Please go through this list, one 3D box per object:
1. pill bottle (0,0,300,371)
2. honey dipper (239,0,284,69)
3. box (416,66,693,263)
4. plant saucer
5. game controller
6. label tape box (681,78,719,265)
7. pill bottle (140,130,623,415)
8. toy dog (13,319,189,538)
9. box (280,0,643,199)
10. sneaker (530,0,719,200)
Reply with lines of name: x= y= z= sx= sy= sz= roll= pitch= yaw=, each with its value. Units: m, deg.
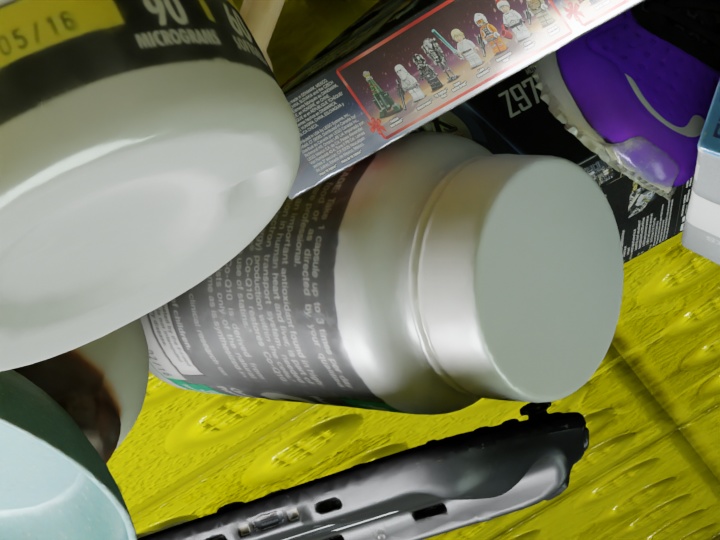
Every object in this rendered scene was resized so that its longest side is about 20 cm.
pill bottle: x=-0.106 y=-0.086 z=0.574 sx=0.114 sy=0.200 sz=0.114 roll=-26 pitch=162 yaw=-9
honey dipper: x=-0.006 y=-0.141 z=0.686 sx=0.038 sy=0.038 sz=0.201 roll=3 pitch=112 yaw=-59
box: x=0.082 y=-0.052 z=1.125 sx=0.163 sy=0.086 sz=0.200 roll=-29 pitch=163 yaw=-4
plant saucer: x=-0.173 y=0.064 z=0.835 sx=0.199 sy=0.036 sz=0.200 roll=9 pitch=151 yaw=5
game controller: x=-0.006 y=0.093 z=0.947 sx=0.200 sy=0.042 sz=0.104 roll=-22 pitch=161 yaw=34
label tape box: x=0.170 y=-0.072 z=0.874 sx=0.200 sy=0.066 sz=0.144 roll=76 pitch=34 yaw=-77
pill bottle: x=0.000 y=0.000 z=0.960 sx=0.199 sy=0.114 sz=0.113 roll=3 pitch=-172 yaw=43
toy dog: x=-0.153 y=0.076 z=0.970 sx=0.193 sy=0.140 sz=0.200 roll=21 pitch=138 yaw=-7
box: x=0.059 y=-0.107 z=0.870 sx=0.200 sy=0.040 sz=0.137 roll=-27 pitch=-167 yaw=46
sneaker: x=0.127 y=-0.117 z=0.936 sx=0.100 sy=0.069 sz=0.200 roll=-46 pitch=-159 yaw=33
